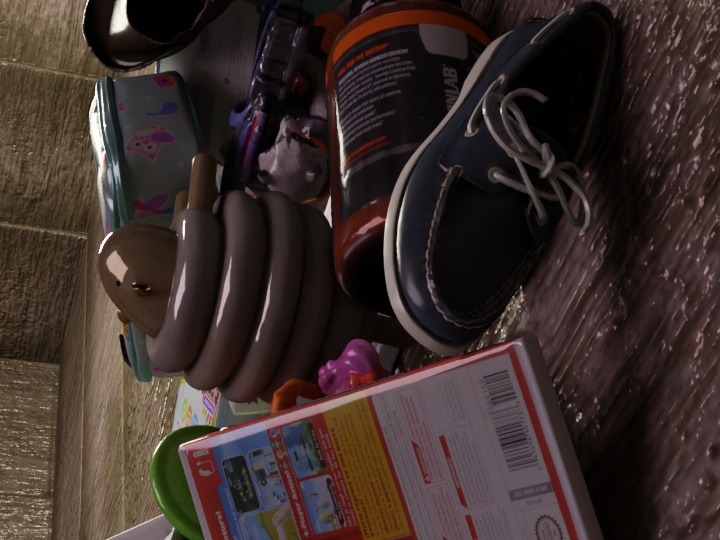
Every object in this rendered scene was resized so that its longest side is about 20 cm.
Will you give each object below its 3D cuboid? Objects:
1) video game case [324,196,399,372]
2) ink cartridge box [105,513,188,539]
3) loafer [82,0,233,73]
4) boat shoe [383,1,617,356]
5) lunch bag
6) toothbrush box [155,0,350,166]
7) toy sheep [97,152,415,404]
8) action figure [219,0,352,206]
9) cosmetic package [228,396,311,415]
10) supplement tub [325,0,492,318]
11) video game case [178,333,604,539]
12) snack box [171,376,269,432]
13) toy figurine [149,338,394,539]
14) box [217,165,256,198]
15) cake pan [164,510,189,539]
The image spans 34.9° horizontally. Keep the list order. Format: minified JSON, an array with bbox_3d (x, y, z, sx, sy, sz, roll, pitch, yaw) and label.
[{"bbox_3d":[0.000,0.000,0.862,0.201,0.018,0.144,-109,32,-53],"label":"video game case"},{"bbox_3d":[-0.096,0.226,0.783,0.200,0.067,0.116,44,-158,-74],"label":"ink cartridge box"},{"bbox_3d":[-0.131,-0.176,0.731,0.199,0.073,0.071,-21,19,50],"label":"loafer"},{"bbox_3d":[0.073,-0.049,0.523,0.062,0.075,0.201,-28,24,49],"label":"boat shoe"},{"bbox_3d":[-0.143,-0.030,0.809,0.161,0.076,0.201,-116,22,-51],"label":"lunch bag"},{"bbox_3d":[-0.069,-0.194,0.878,0.200,0.085,0.147,-52,-18,-44],"label":"toothbrush box"},{"bbox_3d":[-0.056,0.014,0.676,0.138,0.198,0.139,-169,90,-74],"label":"toy sheep"},{"bbox_3d":[-0.024,-0.123,0.760,0.194,0.104,0.201,-74,5,-46],"label":"action figure"},{"bbox_3d":[-0.078,0.038,0.927,0.200,0.084,0.109,-144,53,-73],"label":"cosmetic package"},{"bbox_3d":[0.033,-0.081,0.660,0.107,0.106,0.201,123,149,-52],"label":"supplement tub"},{"bbox_3d":[0.013,0.125,0.524,0.199,0.017,0.144,-20,85,30],"label":"video game case"},{"bbox_3d":[-0.139,0.168,1.128,0.200,0.067,0.170,-152,72,-72],"label":"snack box"},{"bbox_3d":[0.004,0.105,0.601,0.184,0.200,0.150,-53,-9,34],"label":"toy figurine"},{"bbox_3d":[-0.129,-0.061,1.113,0.103,0.094,0.202,-172,82,-72],"label":"box"},{"bbox_3d":[-0.055,0.221,0.669,0.037,0.200,0.201,-30,45,24],"label":"cake pan"}]
